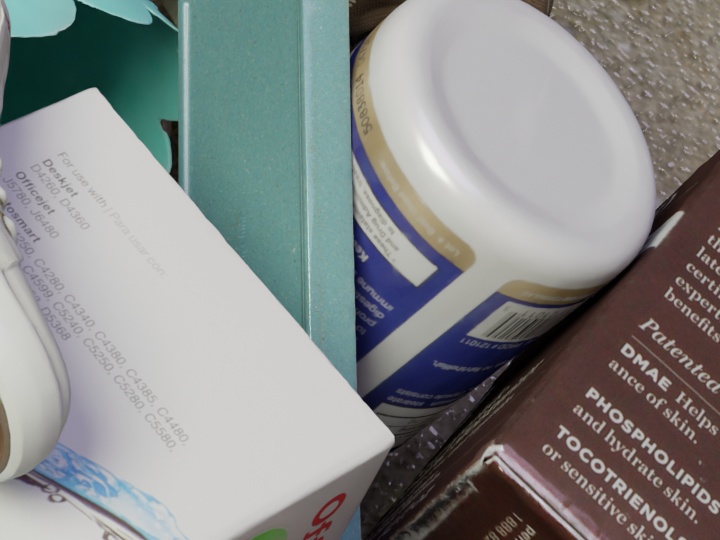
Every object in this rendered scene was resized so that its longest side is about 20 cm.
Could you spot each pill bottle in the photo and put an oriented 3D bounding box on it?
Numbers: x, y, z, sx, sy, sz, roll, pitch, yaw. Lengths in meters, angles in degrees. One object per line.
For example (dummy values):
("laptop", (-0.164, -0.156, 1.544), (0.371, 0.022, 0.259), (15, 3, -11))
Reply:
("pill bottle", (0.000, 0.000, 0.861), (0.115, 0.200, 0.116), (24, 46, -27))

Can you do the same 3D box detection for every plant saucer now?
("plant saucer", (-0.033, -0.005, 0.787), (0.019, 0.070, 0.201), (13, 73, -49))

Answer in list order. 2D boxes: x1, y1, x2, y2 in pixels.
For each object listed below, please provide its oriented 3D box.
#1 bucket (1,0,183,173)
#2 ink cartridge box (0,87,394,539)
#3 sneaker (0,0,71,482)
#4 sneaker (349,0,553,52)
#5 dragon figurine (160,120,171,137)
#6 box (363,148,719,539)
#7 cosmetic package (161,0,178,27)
("bucket", (-0.173, -0.060, 0.846), (0.207, 0.207, 0.135), (-27, 67, -37))
("ink cartridge box", (-0.124, 0.074, 0.683), (0.200, 0.147, 0.146), (-28, 67, -36))
("sneaker", (-0.111, -0.038, 0.630), (0.084, 0.073, 0.200), (-20, 60, -31))
("sneaker", (-0.027, -0.109, 0.882), (0.199, 0.076, 0.070), (7, 38, 24))
("dragon figurine", (-0.131, -0.122, 1.000), (0.059, 0.099, 0.200), (-27, 88, -38))
("box", (0.112, 0.094, 0.861), (0.164, 0.166, 0.200), (42, 49, 1))
("cosmetic package", (-0.007, -0.099, 0.977), (0.103, 0.073, 0.200), (-37, 98, -48))
